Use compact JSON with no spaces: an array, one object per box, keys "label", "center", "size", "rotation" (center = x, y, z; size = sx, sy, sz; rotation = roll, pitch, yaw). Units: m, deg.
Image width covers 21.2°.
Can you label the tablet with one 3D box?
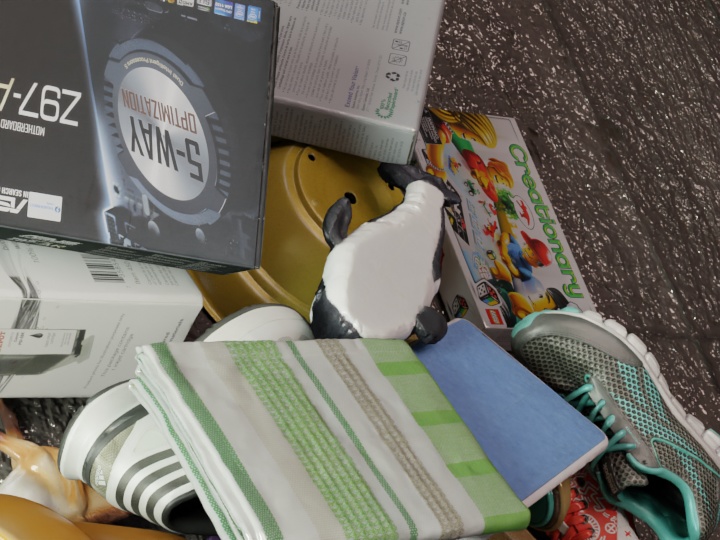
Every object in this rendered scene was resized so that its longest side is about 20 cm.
[{"label":"tablet","center":[0.062,0.093,1.155],"size":[0.130,0.014,0.200],"rotation":[39,29,16]}]

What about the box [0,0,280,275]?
[{"label":"box","center":[-0.145,-0.091,1.076],"size":[0.199,0.043,0.161],"rotation":[11,79,-32]}]

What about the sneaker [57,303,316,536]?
[{"label":"sneaker","center":[-0.066,0.095,1.095],"size":[0.115,0.076,0.200],"rotation":[33,38,24]}]

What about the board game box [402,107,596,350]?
[{"label":"board game box","center":[0.098,-0.032,1.462],"size":[0.126,0.035,0.201],"rotation":[2,57,-40]}]

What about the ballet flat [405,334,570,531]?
[{"label":"ballet flat","center":[0.092,0.098,1.270],"size":[0.063,0.069,0.200],"rotation":[-5,33,-34]}]

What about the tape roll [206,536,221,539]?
[{"label":"tape roll","center":[-0.014,0.220,1.093],"size":[0.199,0.066,0.201],"rotation":[10,61,-18]}]

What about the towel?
[{"label":"towel","center":[-0.016,0.097,1.041],"size":[0.199,0.031,0.149],"rotation":[2,43,-42]}]

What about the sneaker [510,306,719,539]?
[{"label":"sneaker","center":[0.176,0.109,1.287],"size":[0.200,0.078,0.091],"rotation":[42,35,-7]}]

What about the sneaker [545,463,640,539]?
[{"label":"sneaker","center":[0.139,0.169,1.307],"size":[0.108,0.067,0.202],"rotation":[28,39,-26]}]

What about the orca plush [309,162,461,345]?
[{"label":"orca plush","center":[0.000,0.000,1.217],"size":[0.105,0.071,0.201],"rotation":[39,35,-23]}]

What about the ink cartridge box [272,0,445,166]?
[{"label":"ink cartridge box","center":[-0.045,-0.168,1.346],"size":[0.199,0.043,0.197],"rotation":[14,44,0]}]

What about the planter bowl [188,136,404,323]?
[{"label":"planter bowl","center":[-0.026,-0.030,1.316],"size":[0.200,0.083,0.201],"rotation":[22,46,-25]}]

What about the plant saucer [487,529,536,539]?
[{"label":"plant saucer","center":[0.055,0.143,1.218],"size":[0.200,0.035,0.200],"rotation":[44,1,-1]}]

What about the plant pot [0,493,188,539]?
[{"label":"plant pot","center":[-0.152,0.204,0.951],"size":[0.183,0.200,0.201],"rotation":[-2,58,-60]}]

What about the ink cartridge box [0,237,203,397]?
[{"label":"ink cartridge box","center":[-0.214,-0.003,1.107],"size":[0.199,0.083,0.147],"rotation":[3,39,-39]}]

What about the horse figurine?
[{"label":"horse figurine","center":[-0.204,0.126,1.061],"size":[0.132,0.050,0.200],"rotation":[43,35,1]}]
